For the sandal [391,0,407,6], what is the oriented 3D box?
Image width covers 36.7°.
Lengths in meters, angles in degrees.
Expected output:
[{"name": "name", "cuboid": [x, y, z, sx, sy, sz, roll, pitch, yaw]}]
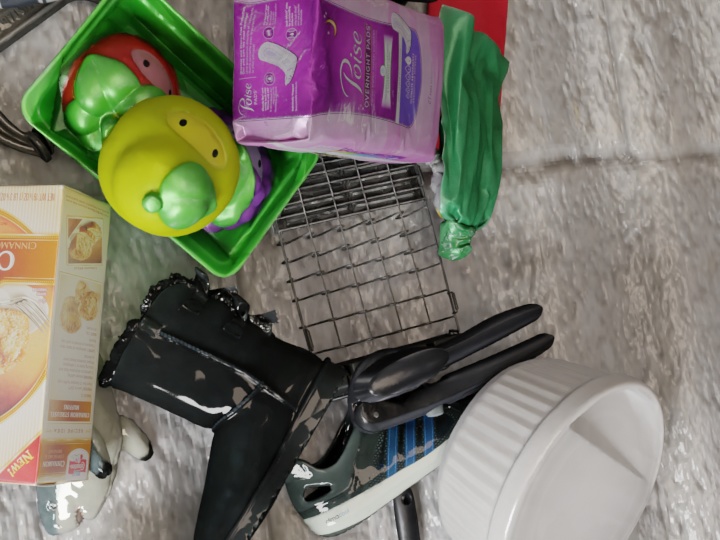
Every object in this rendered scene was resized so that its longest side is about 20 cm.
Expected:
[{"name": "sandal", "cuboid": [-0.023, -0.199, 0.925, 0.080, 0.057, 0.201, 44, 58, -3]}]

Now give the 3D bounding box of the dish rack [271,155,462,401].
[{"name": "dish rack", "cuboid": [0.000, 0.000, 0.908, 0.153, 0.055, 0.201, -13, 86, -20]}]

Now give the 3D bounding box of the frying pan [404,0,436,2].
[{"name": "frying pan", "cuboid": [-0.019, -0.248, 0.878, 0.190, 0.031, 0.115, -32, 114, -37]}]

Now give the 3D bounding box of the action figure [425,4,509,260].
[{"name": "action figure", "cuboid": [0.084, -0.106, 0.914, 0.118, 0.055, 0.201, 22, 67, -47]}]

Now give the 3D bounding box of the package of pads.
[{"name": "package of pads", "cuboid": [-0.009, -0.145, 0.806, 0.200, 0.075, 0.121, -1, 92, -58]}]

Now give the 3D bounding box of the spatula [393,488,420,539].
[{"name": "spatula", "cuboid": [0.052, 0.278, 0.906, 0.056, 0.021, 0.201, -9, 84, -31]}]

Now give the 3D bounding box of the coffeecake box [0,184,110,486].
[{"name": "coffeecake box", "cuboid": [-0.268, 0.045, 0.767, 0.153, 0.073, 0.201, 1, 82, 16]}]

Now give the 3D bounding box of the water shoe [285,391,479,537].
[{"name": "water shoe", "cuboid": [0.027, 0.134, 0.890, 0.200, 0.071, 0.079, -35, 93, -19]}]

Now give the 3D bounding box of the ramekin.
[{"name": "ramekin", "cuboid": [0.149, 0.163, 0.876, 0.202, 0.094, 0.203, -21, 124, -35]}]

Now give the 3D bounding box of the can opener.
[{"name": "can opener", "cuboid": [0.076, 0.078, 0.868, 0.199, 0.079, 0.064, -16, 97, -30]}]

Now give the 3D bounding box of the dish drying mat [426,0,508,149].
[{"name": "dish drying mat", "cuboid": [0.092, -0.192, 0.978, 0.076, 0.018, 0.201, 7, 82, -16]}]

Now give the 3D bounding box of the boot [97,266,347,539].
[{"name": "boot", "cuboid": [-0.119, 0.107, 0.812, 0.162, 0.073, 0.199, 30, 69, 0]}]

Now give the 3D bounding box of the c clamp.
[{"name": "c clamp", "cuboid": [-0.219, -0.160, 0.867, 0.200, 0.027, 0.171, -36, 96, -19]}]

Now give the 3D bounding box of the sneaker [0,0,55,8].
[{"name": "sneaker", "cuboid": [-0.291, -0.299, 0.833, 0.079, 0.078, 0.201, -14, 82, -10]}]

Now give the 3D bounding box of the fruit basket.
[{"name": "fruit basket", "cuboid": [-0.133, -0.094, 0.782, 0.215, 0.216, 0.156, 38, 75, -11]}]

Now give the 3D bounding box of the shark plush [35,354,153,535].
[{"name": "shark plush", "cuboid": [-0.238, 0.094, 0.813, 0.083, 0.091, 0.201, -24, 97, 11]}]
